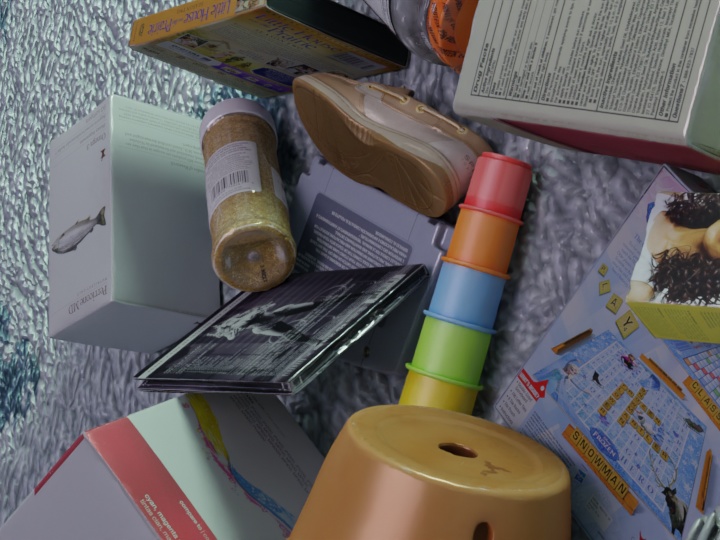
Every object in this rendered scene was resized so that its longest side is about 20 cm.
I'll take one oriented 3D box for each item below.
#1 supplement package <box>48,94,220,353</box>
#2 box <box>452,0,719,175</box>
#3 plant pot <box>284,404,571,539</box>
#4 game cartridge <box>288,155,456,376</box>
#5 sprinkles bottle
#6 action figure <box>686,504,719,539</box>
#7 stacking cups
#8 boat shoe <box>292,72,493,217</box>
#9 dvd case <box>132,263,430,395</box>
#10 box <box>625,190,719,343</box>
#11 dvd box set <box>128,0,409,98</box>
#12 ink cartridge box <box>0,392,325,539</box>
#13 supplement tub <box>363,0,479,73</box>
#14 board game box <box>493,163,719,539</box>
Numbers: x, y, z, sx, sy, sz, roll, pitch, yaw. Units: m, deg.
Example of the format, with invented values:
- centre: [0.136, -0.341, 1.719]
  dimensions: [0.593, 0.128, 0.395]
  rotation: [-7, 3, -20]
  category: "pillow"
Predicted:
- centre: [-0.210, -0.039, 1.288]
  dimensions: [0.117, 0.117, 0.201]
  rotation: [-26, 61, 43]
  category: "supplement package"
- centre: [0.171, -0.135, 0.856]
  dimensions: [0.200, 0.109, 0.128]
  rotation: [18, 94, 52]
  category: "box"
- centre: [0.043, 0.169, 0.840]
  dimensions: [0.200, 0.200, 0.141]
  rotation: [27, 108, 51]
  category: "plant pot"
- centre: [0.000, 0.000, 1.087]
  dimensions: [0.200, 0.041, 0.134]
  rotation: [33, 109, 50]
  category: "game cartridge"
- centre: [-0.096, -0.066, 1.154]
  dimensions: [0.068, 0.068, 0.200]
  rotation: [-53, 27, 26]
  category: "sprinkles bottle"
- centre: [0.219, 0.187, 0.723]
  dimensions: [0.130, 0.069, 0.201]
  rotation: [32, 118, 18]
  category: "action figure"
- centre: [0.079, 0.019, 0.973]
  dimensions: [0.060, 0.060, 0.201]
  rotation: [20, 92, 51]
  category: "stacking cups"
- centre: [0.024, -0.105, 1.063]
  dimensions: [0.200, 0.069, 0.074]
  rotation: [38, 149, 41]
  category: "boat shoe"
- centre: [-0.062, 0.044, 1.029]
  dimensions: [0.200, 0.149, 0.016]
  rotation: [-4, 119, 50]
  category: "dvd case"
- centre: [0.244, 0.003, 0.723]
  dimensions: [0.199, 0.050, 0.076]
  rotation: [3, 63, 35]
  category: "box"
- centre: [-0.077, -0.187, 1.146]
  dimensions: [0.200, 0.146, 0.030]
  rotation: [-3, 75, 51]
  category: "dvd box set"
- centre: [-0.132, 0.187, 1.036]
  dimensions: [0.145, 0.200, 0.145]
  rotation: [51, 122, 14]
  category: "ink cartridge box"
- centre: [0.054, -0.230, 1.017]
  dimensions: [0.123, 0.122, 0.200]
  rotation: [-58, 43, 22]
  category: "supplement tub"
- centre: [0.191, 0.074, 0.826]
  dimensions: [0.200, 0.041, 0.200]
  rotation: [-57, 43, 23]
  category: "board game box"
